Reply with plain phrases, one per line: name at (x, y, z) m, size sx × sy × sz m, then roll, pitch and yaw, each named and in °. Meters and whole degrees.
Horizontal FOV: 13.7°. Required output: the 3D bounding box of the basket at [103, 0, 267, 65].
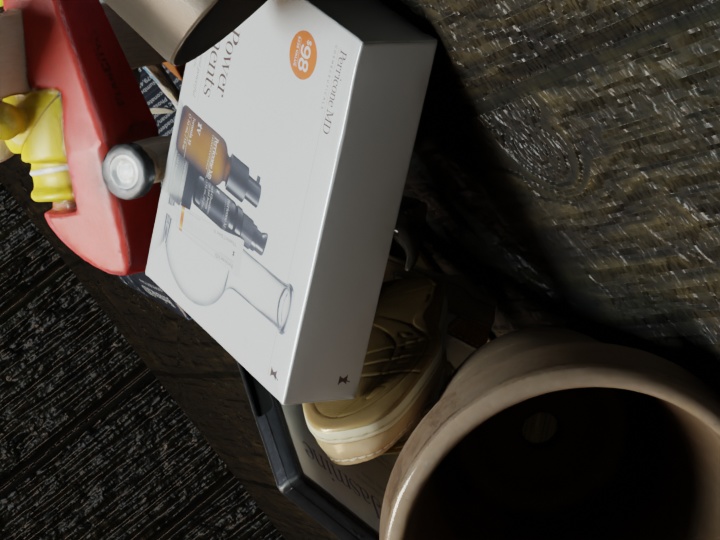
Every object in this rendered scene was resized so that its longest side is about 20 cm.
basket at (-0.116, -0.207, 1.432) m, size 0.200 × 0.136 × 0.180 m, roll 47°, pitch 170°, yaw 4°

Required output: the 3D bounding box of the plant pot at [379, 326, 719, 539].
plant pot at (0.099, 0.110, 1.513) m, size 0.200 × 0.200 × 0.175 m, roll 54°, pitch -174°, yaw -20°

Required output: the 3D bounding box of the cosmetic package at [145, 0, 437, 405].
cosmetic package at (-0.039, -0.055, 1.533) m, size 0.151 × 0.052 × 0.200 m, roll 38°, pitch 124°, yaw 46°

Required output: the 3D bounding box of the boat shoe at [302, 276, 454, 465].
boat shoe at (0.018, 0.066, 1.613) m, size 0.200 × 0.074 × 0.069 m, roll -60°, pitch -41°, yaw -66°

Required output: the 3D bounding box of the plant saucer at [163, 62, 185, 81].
plant saucer at (-0.131, -0.182, 1.862) m, size 0.200 × 0.037 × 0.200 m, roll 49°, pitch 170°, yaw 12°

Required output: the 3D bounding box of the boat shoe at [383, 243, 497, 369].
boat shoe at (0.000, 0.000, 1.779) m, size 0.200 × 0.068 × 0.075 m, roll 34°, pitch -173°, yaw 29°

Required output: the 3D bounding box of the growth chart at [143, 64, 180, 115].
growth chart at (-0.135, -0.135, 1.822) m, size 0.200 × 0.018 × 0.145 m, roll 56°, pitch -179°, yaw -18°

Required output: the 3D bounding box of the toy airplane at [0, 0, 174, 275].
toy airplane at (-0.179, -0.111, 1.651) m, size 0.200 × 0.141 × 0.199 m, roll 37°, pitch -137°, yaw -33°

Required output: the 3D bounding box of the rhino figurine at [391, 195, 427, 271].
rhino figurine at (-0.030, -0.055, 1.713) m, size 0.200 × 0.087 × 0.060 m, roll 44°, pitch 169°, yaw 35°

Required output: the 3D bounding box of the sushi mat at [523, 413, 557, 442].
sushi mat at (0.110, 0.136, 1.683) m, size 0.096 × 0.012 × 0.200 m, roll 53°, pitch -156°, yaw -20°

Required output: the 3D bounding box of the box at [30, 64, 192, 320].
box at (-0.159, -0.087, 2.113) m, size 0.200 × 0.117 × 0.197 m, roll 53°, pitch 170°, yaw -17°

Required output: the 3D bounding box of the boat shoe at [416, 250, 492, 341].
boat shoe at (0.020, 0.022, 1.846) m, size 0.200 × 0.063 × 0.073 m, roll 50°, pitch 171°, yaw 12°

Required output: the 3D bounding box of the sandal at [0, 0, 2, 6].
sandal at (-0.241, -0.253, 1.802) m, size 0.087 × 0.079 × 0.200 m, roll -52°, pitch -47°, yaw -75°

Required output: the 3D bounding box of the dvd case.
dvd case at (-0.020, 0.080, 1.636) m, size 0.143 × 0.018 × 0.200 m, roll 42°, pitch -162°, yaw -41°
